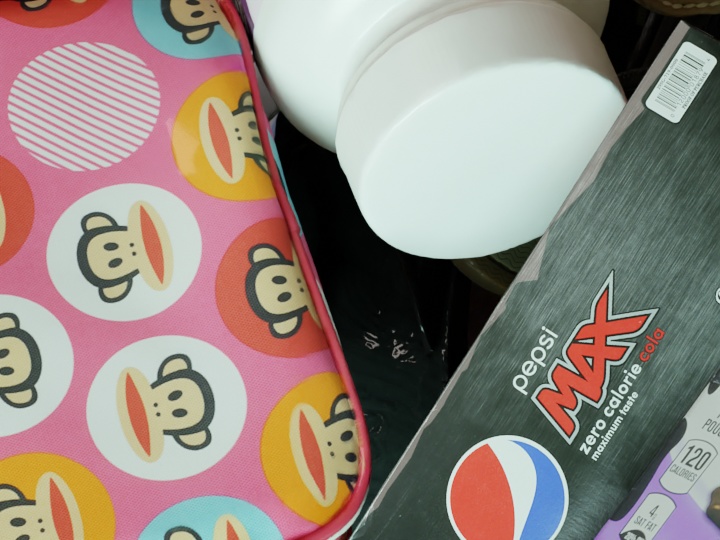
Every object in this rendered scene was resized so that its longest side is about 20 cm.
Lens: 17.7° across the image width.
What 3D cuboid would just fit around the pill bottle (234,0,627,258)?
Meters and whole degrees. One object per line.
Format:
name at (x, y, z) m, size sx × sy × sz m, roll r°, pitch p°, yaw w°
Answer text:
pill bottle at (0.012, -0.105, 0.715) m, size 0.112 × 0.112 × 0.201 m, roll -35°, pitch 51°, yaw 19°

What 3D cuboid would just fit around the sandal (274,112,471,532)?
sandal at (0.001, 0.000, 0.781) m, size 0.075 × 0.048 × 0.201 m, roll -20°, pitch 60°, yaw 24°

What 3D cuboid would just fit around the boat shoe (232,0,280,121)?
boat shoe at (-0.045, -0.101, 0.826) m, size 0.074 × 0.068 × 0.200 m, roll -36°, pitch 18°, yaw 34°

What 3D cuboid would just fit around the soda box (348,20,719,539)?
soda box at (0.065, 0.035, 0.651) m, size 0.063 × 0.071 × 0.201 m, roll 33°, pitch 91°, yaw 15°

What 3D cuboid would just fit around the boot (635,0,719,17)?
boot at (0.176, -0.088, 0.656) m, size 0.199 × 0.072 × 0.155 m, roll -14°, pitch 39°, yaw 3°

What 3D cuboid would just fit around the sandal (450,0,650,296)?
sandal at (0.068, -0.066, 0.806) m, size 0.055 × 0.082 × 0.201 m, roll -30°, pitch 34°, yaw 45°

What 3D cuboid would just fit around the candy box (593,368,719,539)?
candy box at (0.155, 0.059, 0.553) m, size 0.200 × 0.072 × 0.168 m, roll -52°, pitch 30°, yaw -8°

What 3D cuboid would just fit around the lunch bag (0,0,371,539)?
lunch bag at (-0.100, 0.017, 0.672) m, size 0.175 × 0.082 × 0.201 m, roll -11°, pitch 67°, yaw -11°

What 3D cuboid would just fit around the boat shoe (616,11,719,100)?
boat shoe at (0.102, -0.036, 0.735) m, size 0.072 × 0.068 × 0.201 m, roll -8°, pitch 48°, yaw 48°

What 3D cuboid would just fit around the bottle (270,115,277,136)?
bottle at (0.002, -0.089, 0.928) m, size 0.083 × 0.065 × 0.200 m, roll -35°, pitch 32°, yaw 22°
